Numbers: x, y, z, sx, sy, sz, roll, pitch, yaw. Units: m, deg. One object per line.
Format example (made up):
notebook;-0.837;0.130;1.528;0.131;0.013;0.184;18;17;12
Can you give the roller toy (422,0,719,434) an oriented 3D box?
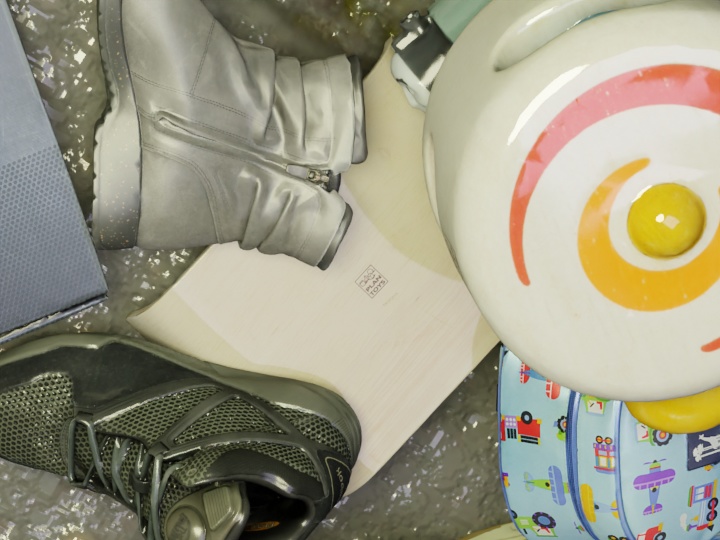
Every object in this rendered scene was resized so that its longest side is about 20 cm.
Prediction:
roller toy;0.123;-0.039;1.143;0.182;0.140;0.201;20;107;-14

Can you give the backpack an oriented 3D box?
backpack;0.169;0.065;1.292;0.199;0.134;0.184;-16;114;-36

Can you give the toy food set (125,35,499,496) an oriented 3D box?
toy food set;0.000;0.000;1.295;0.143;0.060;0.200;43;90;-13

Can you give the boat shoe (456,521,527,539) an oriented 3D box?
boat shoe;0.053;0.178;1.321;0.200;0.066;0.072;-13;106;-41

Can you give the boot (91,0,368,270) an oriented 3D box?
boot;-0.061;-0.102;1.215;0.131;0.070;0.201;1;108;-6

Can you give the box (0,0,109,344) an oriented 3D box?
box;-0.224;-0.052;1.203;0.157;0.051;0.201;-21;113;-11

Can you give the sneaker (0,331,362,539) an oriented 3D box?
sneaker;-0.105;0.092;1.230;0.198;0.114;0.077;12;119;5

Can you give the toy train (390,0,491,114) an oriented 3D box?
toy train;0.108;-0.130;1.230;0.200;0.085;0.114;-42;108;8
